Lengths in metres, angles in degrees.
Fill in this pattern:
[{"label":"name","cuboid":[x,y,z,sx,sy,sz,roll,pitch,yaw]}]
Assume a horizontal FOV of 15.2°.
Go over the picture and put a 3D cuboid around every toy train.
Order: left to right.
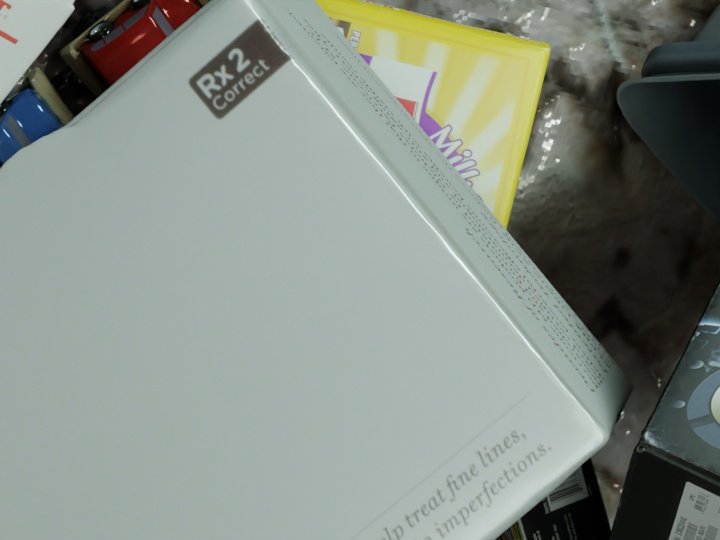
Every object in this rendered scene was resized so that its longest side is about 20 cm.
[{"label":"toy train","cuboid":[-0.082,-0.083,0.987,0.200,0.046,0.034,-37,118,1]}]

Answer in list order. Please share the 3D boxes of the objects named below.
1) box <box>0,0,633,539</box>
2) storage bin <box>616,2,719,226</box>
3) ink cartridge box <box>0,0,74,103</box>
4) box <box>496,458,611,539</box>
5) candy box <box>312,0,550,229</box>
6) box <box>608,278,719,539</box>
[{"label":"box","cuboid":[-0.043,0.035,0.948,0.199,0.131,0.200,-40,88,11]},{"label":"storage bin","cuboid":[0.214,-0.061,1.053,0.200,0.145,0.134,45,67,-28]},{"label":"ink cartridge box","cuboid":[-0.178,-0.090,0.920,0.115,0.068,0.200,31,113,-27]},{"label":"box","cuboid":[0.079,0.129,1.095,0.035,0.110,0.200,-21,117,-8]},{"label":"candy box","cuboid":[0.000,0.000,1.022,0.102,0.026,0.201,13,97,-2]},{"label":"box","cuboid":[0.158,0.050,0.955,0.086,0.200,0.164,25,67,11]}]
